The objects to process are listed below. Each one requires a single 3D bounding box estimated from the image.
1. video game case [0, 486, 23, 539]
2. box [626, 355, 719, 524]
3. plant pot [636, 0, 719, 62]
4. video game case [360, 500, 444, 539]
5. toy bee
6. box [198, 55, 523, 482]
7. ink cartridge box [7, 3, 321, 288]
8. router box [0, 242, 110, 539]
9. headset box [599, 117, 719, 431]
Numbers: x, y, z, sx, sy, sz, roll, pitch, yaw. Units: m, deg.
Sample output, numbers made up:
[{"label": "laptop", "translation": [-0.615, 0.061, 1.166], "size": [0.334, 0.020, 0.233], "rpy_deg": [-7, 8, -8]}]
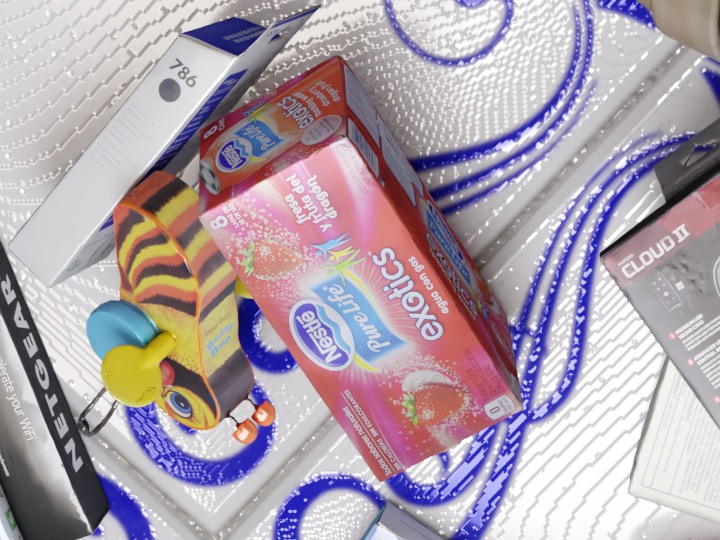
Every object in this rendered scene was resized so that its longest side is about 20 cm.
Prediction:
[{"label": "video game case", "translation": [-0.303, 0.141, 1.740], "size": [0.199, 0.022, 0.183], "rpy_deg": [-18, 103, 14]}, {"label": "box", "translation": [0.255, 0.101, 1.659], "size": [0.199, 0.078, 0.096], "rpy_deg": [19, 107, 4]}, {"label": "plant pot", "translation": [0.152, -0.231, 1.542], "size": [0.173, 0.200, 0.201], "rpy_deg": [26, 109, 19]}, {"label": "video game case", "translation": [0.036, 0.265, 1.760], "size": [0.181, 0.045, 0.201], "rpy_deg": [33, 108, -2]}, {"label": "toy bee", "translation": [-0.088, 0.039, 1.666], "size": [0.108, 0.200, 0.131], "rpy_deg": [32, 71, 17]}, {"label": "box", "translation": [0.000, 0.000, 1.634], "size": [0.095, 0.100, 0.200], "rpy_deg": [-27, 118, 13]}, {"label": "ink cartridge box", "translation": [-0.108, -0.080, 1.660], "size": [0.039, 0.099, 0.200], "rpy_deg": [44, 107, 4]}, {"label": "router box", "translation": [-0.252, 0.080, 1.755], "size": [0.148, 0.051, 0.201], "rpy_deg": [-18, 102, 12]}, {"label": "headset box", "translation": [0.229, 0.013, 1.571], "size": [0.148, 0.077, 0.200], "rpy_deg": [-36, 89, 8]}]
